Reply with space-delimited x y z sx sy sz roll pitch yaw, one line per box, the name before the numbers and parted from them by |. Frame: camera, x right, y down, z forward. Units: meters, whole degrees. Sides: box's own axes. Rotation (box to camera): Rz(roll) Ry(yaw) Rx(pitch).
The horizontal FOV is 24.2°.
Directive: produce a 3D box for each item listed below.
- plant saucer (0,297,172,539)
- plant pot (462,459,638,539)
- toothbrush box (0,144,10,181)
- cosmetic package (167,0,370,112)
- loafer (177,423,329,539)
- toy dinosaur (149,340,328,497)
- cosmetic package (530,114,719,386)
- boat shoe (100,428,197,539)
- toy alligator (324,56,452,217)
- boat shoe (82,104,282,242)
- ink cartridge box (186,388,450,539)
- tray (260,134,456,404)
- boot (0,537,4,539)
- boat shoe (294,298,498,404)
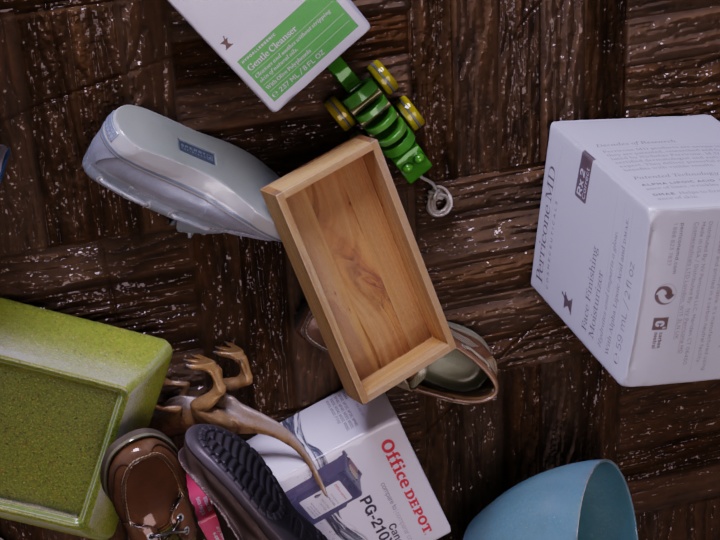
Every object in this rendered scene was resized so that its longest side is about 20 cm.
plant saucer | -0.277 0.132 1.400 0.199 0.048 0.200 15 109 -13
plant pot | 0.172 0.280 1.583 0.134 0.200 0.201 -4 123 25
toothbrush box | -0.369 -0.018 1.281 0.146 0.085 0.201 18 107 -11
cosmetic package | -0.099 -0.233 1.284 0.108 0.085 0.200 -42 121 7
loafer | -0.092 0.218 1.413 0.071 0.073 0.200 -36 100 18
toy dinosaur | -0.116 0.123 1.456 0.199 0.060 0.107 8 110 10
cosmetic package | 0.265 -0.022 1.442 0.164 0.200 0.165 -4 116 -18
boat shoe | -0.168 0.211 1.425 0.072 0.068 0.200 -26 143 -14
toy alligator | 0.030 -0.108 1.405 0.059 0.054 0.200 -38 120 2
boat shoe | -0.136 -0.067 1.370 0.200 0.070 0.071 26 128 -32
ink cartridge box | -0.038 0.210 1.518 0.200 0.084 0.145 -28 120 -4
tray | 0.000 0.000 1.388 0.098 0.037 0.200 -30 115 -19
boot | -0.367 0.251 1.446 0.090 0.073 0.200 -4 141 24
boat shoe | 0.041 0.068 1.482 0.199 0.074 0.076 17 108 -25
